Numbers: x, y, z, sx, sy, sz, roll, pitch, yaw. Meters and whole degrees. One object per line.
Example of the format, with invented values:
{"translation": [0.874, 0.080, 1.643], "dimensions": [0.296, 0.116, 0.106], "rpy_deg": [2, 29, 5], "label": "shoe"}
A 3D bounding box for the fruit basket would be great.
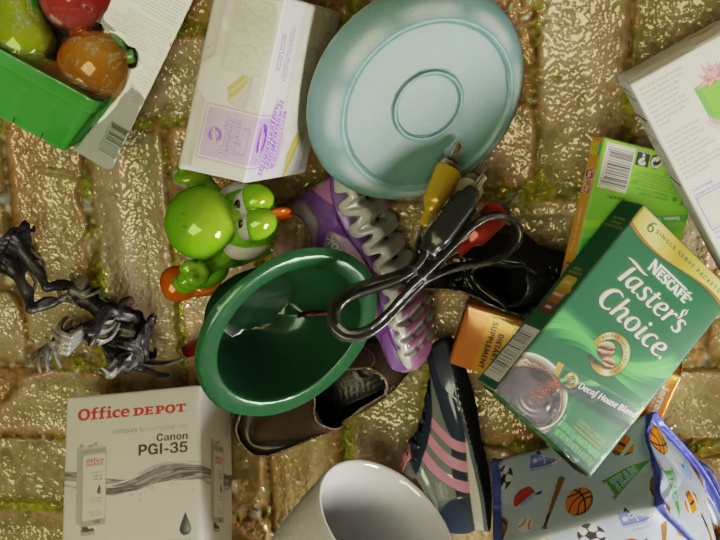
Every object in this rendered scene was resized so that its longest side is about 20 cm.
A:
{"translation": [-0.259, -0.218, 1.396], "dimensions": [0.185, 0.094, 0.200], "rpy_deg": [28, 99, 1], "label": "fruit basket"}

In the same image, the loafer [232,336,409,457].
{"translation": [-0.045, 0.120, 1.476], "dimensions": [0.200, 0.071, 0.073], "rpy_deg": [-33, 101, 22], "label": "loafer"}

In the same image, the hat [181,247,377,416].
{"translation": [-0.106, 0.020, 1.400], "dimensions": [0.200, 0.176, 0.166], "rpy_deg": [-45, 134, 5], "label": "hat"}

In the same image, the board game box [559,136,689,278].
{"translation": [0.221, -0.006, 1.335], "dimensions": [0.095, 0.030, 0.200], "rpy_deg": [12, 91, -18], "label": "board game box"}

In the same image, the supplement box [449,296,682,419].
{"translation": [0.185, 0.075, 1.408], "dimensions": [0.200, 0.069, 0.067], "rpy_deg": [17, 115, 2], "label": "supplement box"}

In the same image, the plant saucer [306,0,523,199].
{"translation": [0.052, -0.142, 1.311], "dimensions": [0.200, 0.027, 0.201], "rpy_deg": [-13, 125, -19], "label": "plant saucer"}

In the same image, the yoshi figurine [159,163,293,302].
{"translation": [-0.139, -0.034, 1.361], "dimensions": [0.112, 0.112, 0.200], "rpy_deg": [48, 156, -6], "label": "yoshi figurine"}

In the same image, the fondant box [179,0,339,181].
{"translation": [-0.079, -0.151, 1.281], "dimensions": [0.058, 0.200, 0.145], "rpy_deg": [15, 99, 11], "label": "fondant box"}

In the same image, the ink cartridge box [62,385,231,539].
{"translation": [-0.203, 0.216, 1.489], "dimensions": [0.146, 0.083, 0.201], "rpy_deg": [-7, 73, 15], "label": "ink cartridge box"}

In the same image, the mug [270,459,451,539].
{"translation": [-0.010, 0.305, 1.439], "dimensions": [0.175, 0.147, 0.200], "rpy_deg": [-52, 55, 32], "label": "mug"}

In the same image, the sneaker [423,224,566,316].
{"translation": [0.153, 0.011, 1.368], "dimensions": [0.199, 0.104, 0.060], "rpy_deg": [19, 115, 5], "label": "sneaker"}

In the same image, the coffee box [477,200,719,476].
{"translation": [0.205, 0.055, 1.301], "dimensions": [0.123, 0.044, 0.200], "rpy_deg": [42, 84, -17], "label": "coffee box"}

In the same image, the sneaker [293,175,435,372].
{"translation": [0.000, 0.000, 1.416], "dimensions": [0.088, 0.080, 0.201], "rpy_deg": [-19, 97, 26], "label": "sneaker"}

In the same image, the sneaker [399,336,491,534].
{"translation": [0.071, 0.159, 1.466], "dimensions": [0.082, 0.070, 0.200], "rpy_deg": [-6, 108, 13], "label": "sneaker"}

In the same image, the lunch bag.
{"translation": [0.235, 0.229, 1.416], "dimensions": [0.170, 0.124, 0.200], "rpy_deg": [-20, 136, 28], "label": "lunch bag"}

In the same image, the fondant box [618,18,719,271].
{"translation": [0.324, -0.106, 1.291], "dimensions": [0.144, 0.058, 0.200], "rpy_deg": [-29, 104, 6], "label": "fondant box"}

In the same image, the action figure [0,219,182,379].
{"translation": [-0.270, 0.051, 1.479], "dimensions": [0.200, 0.102, 0.119], "rpy_deg": [40, 146, -2], "label": "action figure"}

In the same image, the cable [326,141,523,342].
{"translation": [0.059, -0.007, 1.316], "dimensions": [0.097, 0.050, 0.200], "rpy_deg": [40, 86, -3], "label": "cable"}
